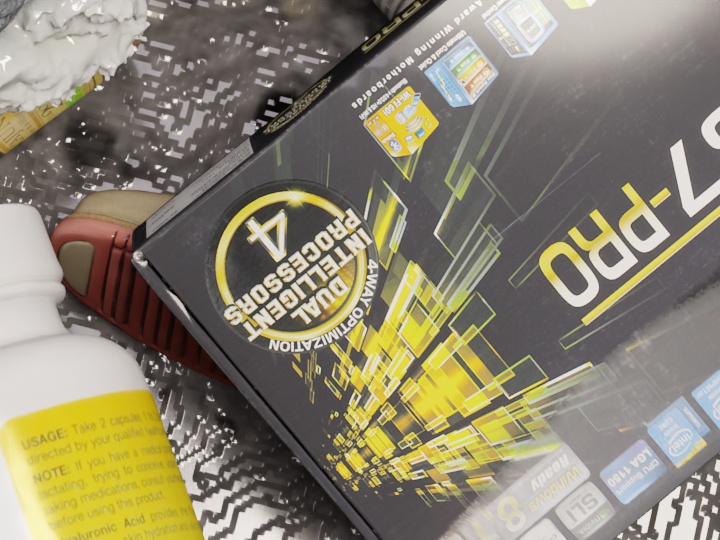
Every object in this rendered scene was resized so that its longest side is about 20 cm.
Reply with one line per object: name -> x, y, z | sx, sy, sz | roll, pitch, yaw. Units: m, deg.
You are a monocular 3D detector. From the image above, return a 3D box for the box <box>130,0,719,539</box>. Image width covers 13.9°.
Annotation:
box -> 0.056, -0.010, 0.883 | 0.200, 0.049, 0.161 | -38, 102, 3

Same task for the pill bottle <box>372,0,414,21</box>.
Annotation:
pill bottle -> 0.007, -0.170, 0.953 | 0.114, 0.114, 0.200 | -40, 85, -10

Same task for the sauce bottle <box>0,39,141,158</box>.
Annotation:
sauce bottle -> -0.164, -0.039, 0.943 | 0.200, 0.065, 0.065 | -38, 84, -8

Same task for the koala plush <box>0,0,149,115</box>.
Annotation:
koala plush -> -0.166, -0.085, 0.852 | 0.200, 0.184, 0.178 | -43, 102, -30

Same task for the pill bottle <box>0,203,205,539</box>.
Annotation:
pill bottle -> -0.104, 0.087, 0.899 | 0.111, 0.111, 0.201 | -19, 82, -7

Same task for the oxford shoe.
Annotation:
oxford shoe -> 0.000, 0.000, 0.954 | 0.199, 0.070, 0.075 | 14, 60, -6
